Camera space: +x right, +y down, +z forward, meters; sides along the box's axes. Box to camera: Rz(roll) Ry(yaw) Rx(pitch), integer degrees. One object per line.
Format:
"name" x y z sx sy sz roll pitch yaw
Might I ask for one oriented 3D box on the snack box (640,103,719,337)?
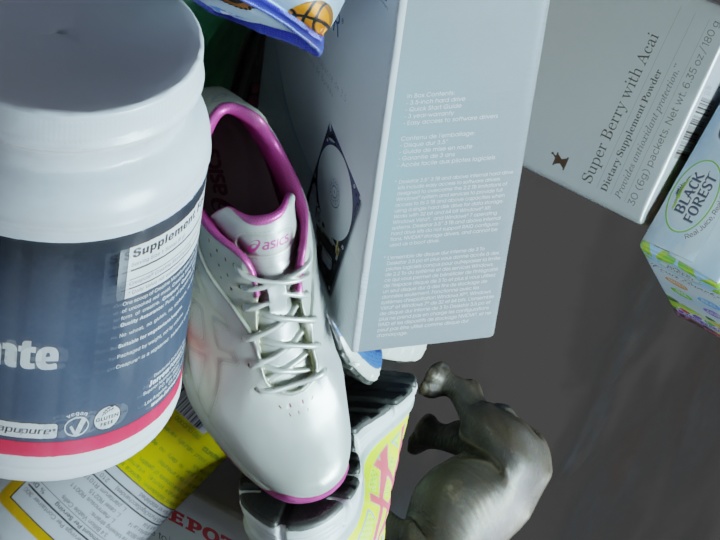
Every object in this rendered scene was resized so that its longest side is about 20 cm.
"snack box" 0.226 -0.069 1.522 0.201 0.053 0.142 -60 158 -7

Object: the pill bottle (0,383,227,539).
"pill bottle" -0.137 0.091 1.411 0.200 0.104 0.104 -45 159 1

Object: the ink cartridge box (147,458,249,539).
"ink cartridge box" -0.084 0.148 1.586 0.145 0.145 0.201 -40 148 -48

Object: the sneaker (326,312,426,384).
"sneaker" 0.000 0.000 1.465 0.090 0.078 0.200 -67 169 11

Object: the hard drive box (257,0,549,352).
"hard drive box" 0.015 -0.090 1.342 0.076 0.156 0.201 -6 124 -21

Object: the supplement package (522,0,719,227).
"supplement package" 0.104 -0.116 1.535 0.122 0.199 0.120 -66 159 8

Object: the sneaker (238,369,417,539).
"sneaker" -0.018 0.113 1.448 0.200 0.078 0.091 -59 147 -62

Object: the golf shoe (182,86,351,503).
"golf shoe" -0.049 0.011 1.320 0.075 0.201 0.091 -20 -179 -17

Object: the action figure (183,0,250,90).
"action figure" -0.110 -0.058 1.406 0.118 0.055 0.201 -14 135 -61

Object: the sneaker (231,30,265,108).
"sneaker" -0.042 -0.083 1.487 0.201 0.083 0.077 -60 180 0

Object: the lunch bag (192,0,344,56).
"lunch bag" -0.070 -0.210 1.207 0.199 0.124 0.171 30 86 -34

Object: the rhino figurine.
"rhino figurine" 0.031 0.153 1.537 0.201 0.087 0.060 -59 159 -17

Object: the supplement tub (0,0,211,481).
"supplement tub" -0.139 -0.022 1.260 0.140 0.140 0.201 -41 150 -46
